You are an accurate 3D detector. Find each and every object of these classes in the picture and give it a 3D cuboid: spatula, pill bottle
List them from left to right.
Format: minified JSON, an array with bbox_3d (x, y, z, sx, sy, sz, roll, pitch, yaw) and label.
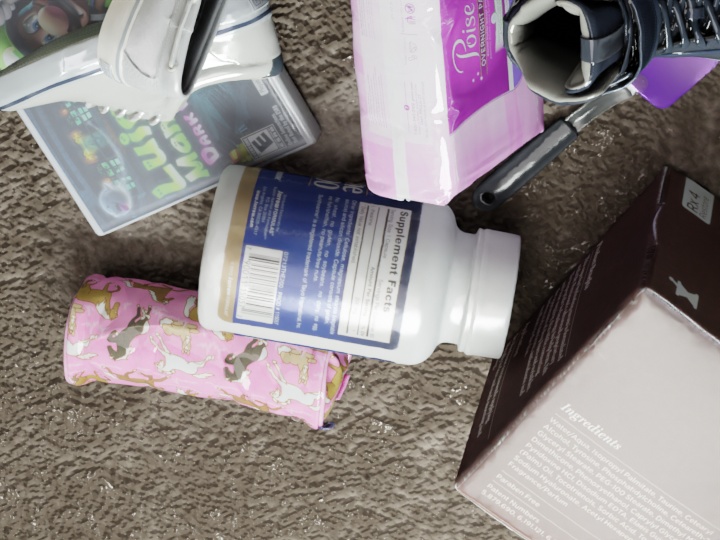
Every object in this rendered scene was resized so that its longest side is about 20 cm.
[{"bbox_3d":[0.000,0.000,1.370,0.199,0.111,0.111,10,122,1],"label":"pill bottle"},{"bbox_3d":[0.145,-0.098,1.334,0.057,0.021,0.200,43,121,-13],"label":"spatula"}]

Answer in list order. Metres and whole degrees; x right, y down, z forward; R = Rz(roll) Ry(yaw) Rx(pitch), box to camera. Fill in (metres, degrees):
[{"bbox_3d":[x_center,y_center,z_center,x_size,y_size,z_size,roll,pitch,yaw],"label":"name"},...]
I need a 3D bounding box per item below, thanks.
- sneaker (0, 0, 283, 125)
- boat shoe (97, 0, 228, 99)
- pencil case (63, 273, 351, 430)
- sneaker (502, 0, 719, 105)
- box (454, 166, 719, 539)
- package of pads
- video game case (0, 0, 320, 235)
[{"bbox_3d":[-0.144,-0.124,1.333,0.199,0.073,0.071,-14,107,20],"label":"sneaker"},{"bbox_3d":[-0.086,-0.196,1.256,0.068,0.072,0.200,25,79,17],"label":"boat shoe"},{"bbox_3d":[-0.107,0.055,1.451,0.199,0.083,0.087,10,111,8],"label":"pencil case"},{"bbox_3d":[0.179,-0.139,1.180,0.202,0.146,0.077,0,107,21],"label":"sneaker"},{"bbox_3d":[0.191,0.080,1.341,0.164,0.166,0.200,36,122,-7],"label":"box"},{"bbox_3d":[0.051,-0.150,1.265,0.076,0.120,0.201,15,126,32],"label":"package of pads"},{"bbox_3d":[-0.151,-0.136,1.385,0.181,0.023,0.200,-22,112,24],"label":"video game case"}]
